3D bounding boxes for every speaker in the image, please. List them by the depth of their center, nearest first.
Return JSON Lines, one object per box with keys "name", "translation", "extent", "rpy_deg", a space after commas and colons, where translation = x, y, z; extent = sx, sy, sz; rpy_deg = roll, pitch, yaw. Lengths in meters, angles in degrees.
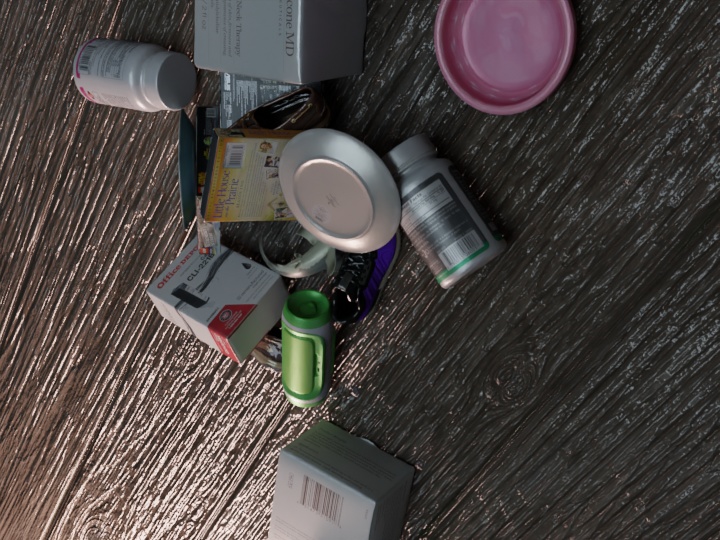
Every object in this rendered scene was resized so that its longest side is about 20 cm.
{"name": "speaker", "translation": [-0.087, 0.130, 1.501], "extent": [0.088, 0.088, 0.201], "rpy_deg": [27, 135, 25]}

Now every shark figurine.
{"name": "shark figurine", "translation": [-0.073, -0.016, 1.479], "extent": [0.213, 0.089, 0.129], "rpy_deg": [-25, 56, 30]}

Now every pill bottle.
{"name": "pill bottle", "translation": [0.109, -0.085, 1.298], "extent": [0.113, 0.113, 0.201], "rpy_deg": [-38, 82, 37]}
{"name": "pill bottle", "translation": [-0.384, -0.333, 1.569], "extent": [0.199, 0.113, 0.114], "rpy_deg": [15, 113, 31]}

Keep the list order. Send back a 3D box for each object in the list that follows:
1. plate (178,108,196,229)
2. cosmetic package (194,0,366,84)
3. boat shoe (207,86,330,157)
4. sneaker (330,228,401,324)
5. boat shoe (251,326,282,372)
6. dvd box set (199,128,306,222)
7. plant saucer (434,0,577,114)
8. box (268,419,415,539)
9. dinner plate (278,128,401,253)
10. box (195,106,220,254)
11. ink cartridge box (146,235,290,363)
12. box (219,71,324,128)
{"name": "plate", "translation": [-0.285, -0.169, 1.535], "extent": [0.025, 0.200, 0.202], "rpy_deg": [-2, 109, -7]}
{"name": "cosmetic package", "translation": [-0.115, -0.373, 1.331], "extent": [0.199, 0.166, 0.169], "rpy_deg": [15, 113, 30]}
{"name": "boat shoe", "translation": [-0.144, -0.215, 1.363], "extent": [0.199, 0.070, 0.071], "rpy_deg": [-28, 69, 9]}
{"name": "sneaker", "translation": [0.000, 0.000, 1.410], "extent": [0.069, 0.099, 0.202], "rpy_deg": [26, 119, 24]}
{"name": "boat shoe", "translation": [-0.189, 0.100, 1.607], "extent": [0.199, 0.074, 0.074], "rpy_deg": [29, 110, 15]}
{"name": "dvd box set", "translation": [-0.130, -0.139, 1.358], "extent": [0.029, 0.198, 0.147], "rpy_deg": [58, 143, 45]}
{"name": "plant saucer", "translation": [0.193, -0.308, 1.205], "extent": [0.199, 0.051, 0.203], "rpy_deg": [12, 111, 33]}
{"name": "box", "translation": [-0.035, 0.395, 1.546], "extent": [0.198, 0.130, 0.202], "rpy_deg": [23, 118, 28]}
{"name": "dinner plate", "translation": [-0.036, -0.106, 1.298], "extent": [0.199, 0.024, 0.202], "rpy_deg": [19, 133, 22]}
{"name": "box", "translation": [-0.244, -0.146, 1.475], "extent": [0.138, 0.039, 0.201], "rpy_deg": [98, 168, -50]}
{"name": "ink cartridge box", "translation": [-0.239, 0.043, 1.553], "extent": [0.199, 0.145, 0.084], "rpy_deg": [25, 153, 30]}
{"name": "box", "translation": [-0.137, -0.214, 1.433], "extent": [0.158, 0.044, 0.202], "rpy_deg": [3, 109, 6]}
